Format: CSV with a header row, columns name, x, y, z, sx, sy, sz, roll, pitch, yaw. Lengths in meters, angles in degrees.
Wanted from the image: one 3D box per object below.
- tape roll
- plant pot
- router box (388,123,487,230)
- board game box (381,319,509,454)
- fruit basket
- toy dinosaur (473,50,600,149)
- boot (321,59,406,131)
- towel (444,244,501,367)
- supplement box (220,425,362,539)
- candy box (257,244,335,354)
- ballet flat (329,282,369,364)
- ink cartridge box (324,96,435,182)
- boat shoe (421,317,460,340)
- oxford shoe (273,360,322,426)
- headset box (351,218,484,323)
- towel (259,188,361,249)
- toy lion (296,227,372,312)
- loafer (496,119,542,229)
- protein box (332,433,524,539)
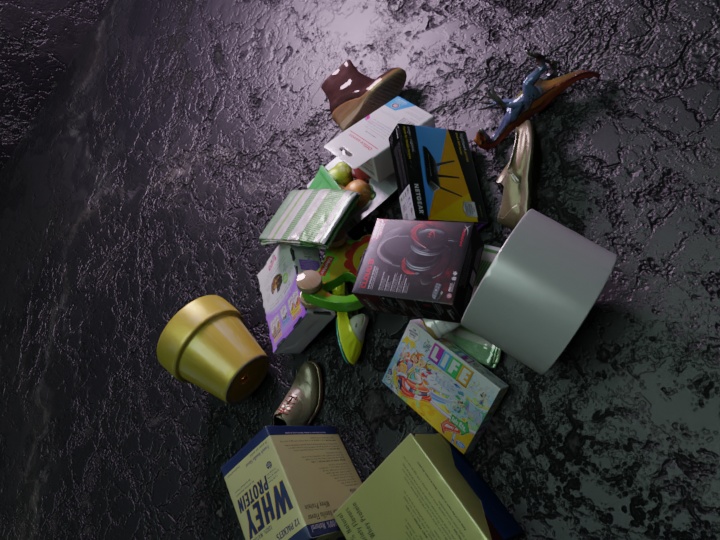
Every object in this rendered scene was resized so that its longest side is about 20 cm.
name,x,y,z,sx,sy,sz,roll,pitch,yaw
tape roll,0.258,0.032,0.806,0.139,0.203,0.203,33,97,16
plant pot,-0.312,0.188,1.219,0.189,0.201,0.201,35,98,23
router box,0.140,-0.169,1.011,0.051,0.148,0.201,131,135,-59
board game box,0.139,0.194,0.947,0.200,0.034,0.135,36,112,35
fruit basket,-0.003,-0.192,1.179,0.200,0.094,0.185,-39,56,2
toy dinosaur,0.287,-0.292,0.984,0.199,0.105,0.182,28,114,26
boot,-0.001,-0.425,1.240,0.200,0.072,0.167,-37,60,27
towel,0.202,0.052,0.968,0.152,0.023,0.201,18,88,39
supplement box,-0.107,0.402,0.985,0.134,0.200,0.200,-44,56,18
candy box,-0.141,0.049,1.164,0.168,0.071,0.201,-48,48,41
ballet flat,-0.019,0.085,1.106,0.067,0.067,0.201,-23,62,19
ink cartridge box,0.041,-0.255,1.105,0.200,0.068,0.115,-36,51,-15
boat shoe,0.132,0.024,0.967,0.069,0.071,0.201,-25,54,17
oxford shoe,-0.132,0.282,1.120,0.070,0.075,0.201,7,80,38
headset box,0.087,-0.004,0.914,0.199,0.075,0.149,6,65,31
towel,-0.106,-0.106,1.114,0.199,0.023,0.153,5,56,41
toy lion,0.000,0.000,1.056,0.191,0.069,0.200,14,51,16
loafer,0.273,-0.165,0.957,0.067,0.076,0.201,1,76,30
protein box,0.103,0.402,0.871,0.200,0.135,0.199,-50,54,13
